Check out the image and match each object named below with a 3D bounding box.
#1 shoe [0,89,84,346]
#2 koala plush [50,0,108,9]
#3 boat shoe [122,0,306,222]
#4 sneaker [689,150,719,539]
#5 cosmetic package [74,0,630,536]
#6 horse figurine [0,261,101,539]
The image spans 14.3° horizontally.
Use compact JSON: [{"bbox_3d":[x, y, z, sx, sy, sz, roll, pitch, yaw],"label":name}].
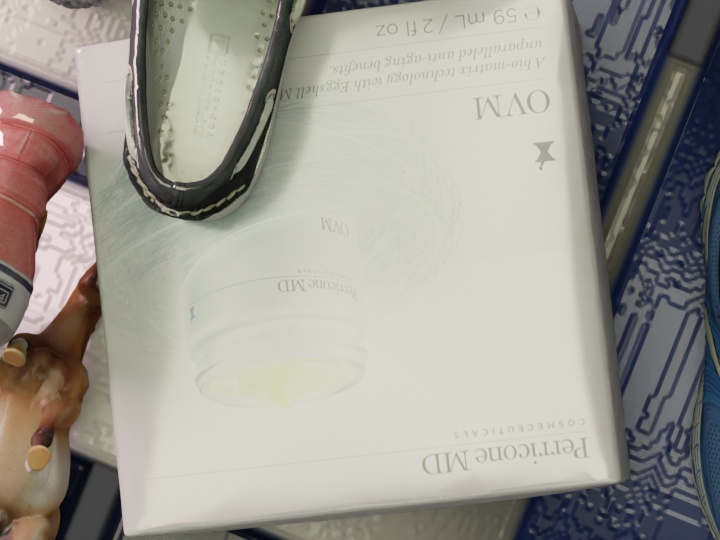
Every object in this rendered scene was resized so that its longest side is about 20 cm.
[{"bbox_3d":[-0.167,-0.013,1.174,0.071,0.200,0.091,26,72,-16],"label":"shoe"},{"bbox_3d":[-0.097,-0.242,1.184,0.200,0.184,0.177,-38,83,-8],"label":"koala plush"},{"bbox_3d":[-0.049,-0.118,1.094,0.075,0.060,0.200,4,86,0],"label":"boat shoe"},{"bbox_3d":[0.169,0.039,1.165,0.078,0.089,0.200,-6,86,8],"label":"sneaker"},{"bbox_3d":[0.000,0.000,1.173,0.199,0.123,0.200,-7,87,7],"label":"cosmetic package"},{"bbox_3d":[-0.142,0.090,1.197,0.050,0.133,0.200,14,102,-2],"label":"horse figurine"}]
